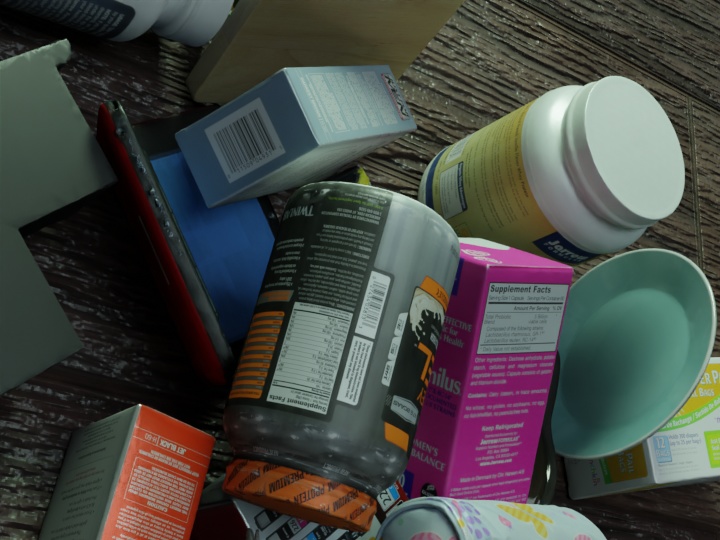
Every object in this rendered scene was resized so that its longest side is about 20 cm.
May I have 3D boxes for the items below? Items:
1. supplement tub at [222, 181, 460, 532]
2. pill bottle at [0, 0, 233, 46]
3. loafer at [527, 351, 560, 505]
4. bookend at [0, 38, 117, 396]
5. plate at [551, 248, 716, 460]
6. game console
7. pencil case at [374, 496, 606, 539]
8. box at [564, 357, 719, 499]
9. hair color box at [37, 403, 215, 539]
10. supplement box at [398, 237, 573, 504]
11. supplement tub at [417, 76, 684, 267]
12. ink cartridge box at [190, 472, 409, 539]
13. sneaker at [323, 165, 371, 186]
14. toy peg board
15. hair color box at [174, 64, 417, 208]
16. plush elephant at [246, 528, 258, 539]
[{"bbox_3d":[-0.015,0.056,0.754,0.122,0.122,0.201,25,71,-30],"label":"supplement tub"},{"bbox_3d":[-0.192,-0.231,0.837,0.199,0.119,0.121,14,66,-35],"label":"pill bottle"},{"bbox_3d":[0.119,0.137,0.997,0.071,0.073,0.201,30,48,-23],"label":"loafer"},{"bbox_3d":[-0.233,-0.014,0.742,0.200,0.092,0.200,-34,97,-42],"label":"bookend"},{"bbox_3d":[0.222,0.073,1.012,0.026,0.199,0.201,34,55,-30],"label":"plate"},{"bbox_3d":[-0.099,-0.030,0.847,0.118,0.172,0.201,-25,90,-15],"label":"game console"},{"bbox_3d":[0.095,0.207,0.829,0.199,0.083,0.091,19,102,-48],"label":"pencil case"},{"bbox_3d":[0.286,0.145,1.102,0.199,0.101,0.113,2,73,-39],"label":"box"},{"bbox_3d":[-0.160,0.192,0.721,0.061,0.101,0.201,29,59,-28],"label":"hair color box"},{"bbox_3d":[0.076,0.081,0.896,0.103,0.101,0.202,3,101,-42],"label":"supplement box"},{"bbox_3d":[0.160,-0.071,1.012,0.144,0.199,0.146,14,65,-34],"label":"supplement tub"},{"bbox_3d":[-0.033,0.226,0.823,0.175,0.084,0.201,-34,97,-41],"label":"ink cartridge box"},{"bbox_3d":[0.000,0.000,0.914,0.085,0.074,0.201,46,31,-28],"label":"sneaker"},{"bbox_3d":[-0.026,-0.231,0.932,0.199,0.199,0.098,-6,61,-43],"label":"toy peg board"},{"bbox_3d":[-0.041,-0.104,0.880,0.061,0.099,0.200,65,24,1],"label":"hair color box"},{"bbox_3d":[-0.033,0.269,0.691,0.164,0.200,0.156,-24,118,-3],"label":"plush elephant"}]
